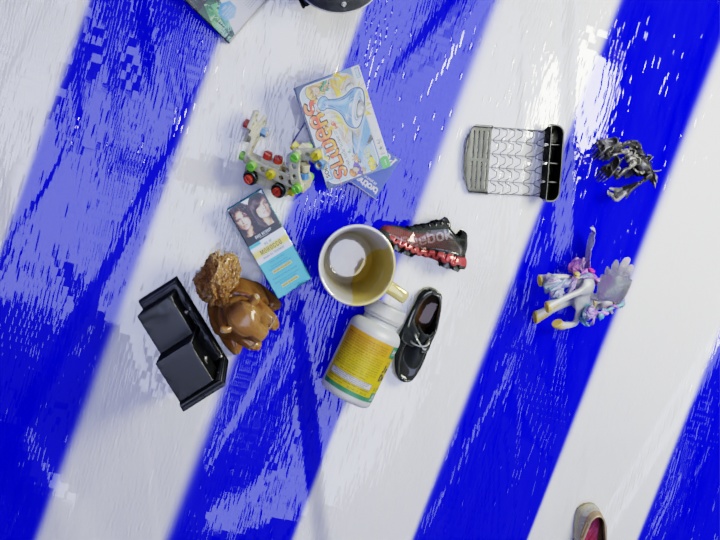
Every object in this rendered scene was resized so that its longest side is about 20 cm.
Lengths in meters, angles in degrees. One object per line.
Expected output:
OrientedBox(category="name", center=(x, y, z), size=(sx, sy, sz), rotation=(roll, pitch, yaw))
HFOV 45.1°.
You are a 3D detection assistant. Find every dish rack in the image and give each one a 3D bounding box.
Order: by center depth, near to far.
OrientedBox(category="dish rack", center=(0.308, -0.222, 1.761), size=(0.196, 0.055, 0.157), rotation=(2, 95, -9))

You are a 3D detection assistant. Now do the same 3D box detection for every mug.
OrientedBox(category="mug", center=(-0.009, -0.001, 1.684), size=(0.147, 0.153, 0.189), rotation=(-26, 100, -6))

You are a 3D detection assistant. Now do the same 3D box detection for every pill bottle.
OrientedBox(category="pill bottle", center=(0.011, 0.159, 1.725), size=(0.111, 0.113, 0.203), rotation=(26, 91, -10))

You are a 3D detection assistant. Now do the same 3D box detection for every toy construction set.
OrientedBox(category="toy construction set", center=(-0.158, -0.215, 1.646), size=(0.198, 0.092, 0.133), rotation=(34, 127, 21))

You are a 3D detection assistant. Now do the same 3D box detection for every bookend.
OrientedBox(category="bookend", center=(-0.338, 0.132, 1.624), size=(0.091, 0.199, 0.202), rotation=(-31, 99, -2))

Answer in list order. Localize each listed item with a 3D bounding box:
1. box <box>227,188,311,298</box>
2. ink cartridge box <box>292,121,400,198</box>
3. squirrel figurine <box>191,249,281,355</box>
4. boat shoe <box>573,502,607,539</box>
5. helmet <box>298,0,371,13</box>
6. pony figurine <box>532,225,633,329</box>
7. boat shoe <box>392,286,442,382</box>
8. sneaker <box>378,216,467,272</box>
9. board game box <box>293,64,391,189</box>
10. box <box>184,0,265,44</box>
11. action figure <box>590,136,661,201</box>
OrientedBox(category="box", center=(-0.179, -0.053, 1.705), size=(0.081, 0.049, 0.202), rotation=(-30, 100, -5))
OrientedBox(category="ink cartridge box", center=(-0.028, -0.237, 1.712), size=(0.198, 0.044, 0.095), rotation=(34, 92, -11))
OrientedBox(category="squirrel figurine", center=(-0.242, 0.065, 1.638), size=(0.141, 0.187, 0.201), rotation=(-39, 100, -3))
OrientedBox(category="boat shoe", center=(0.495, 0.609, 1.868), size=(0.072, 0.069, 0.204), rotation=(-3, 96, -8))
OrientedBox(category="helmet", center=(-0.045, -0.570, 1.599), size=(0.196, 0.191, 0.205), rotation=(-1, 96, -8))
OrientedBox(category="pony figurine", center=(0.461, 0.033, 1.778), size=(0.196, 0.168, 0.196), rotation=(-12, 130, -11))
OrientedBox(category="boat shoe", center=(0.116, 0.133, 1.763), size=(0.071, 0.068, 0.203), rotation=(19, 94, -12))
OrientedBox(category="sneaker", center=(0.130, -0.068, 1.741), size=(0.197, 0.071, 0.100), rotation=(16, 94, -12))
OrientedBox(category="board game box", center=(-0.035, -0.274, 1.664), size=(0.133, 0.034, 0.203), rotation=(-20, 100, -4))
OrientedBox(category="box", center=(-0.277, -0.556, 1.645), size=(0.199, 0.036, 0.145), rotation=(42, 88, -10))
OrientedBox(category="action figure", center=(0.535, -0.214, 1.774), size=(0.198, 0.101, 0.121), rotation=(5, 63, -47))
